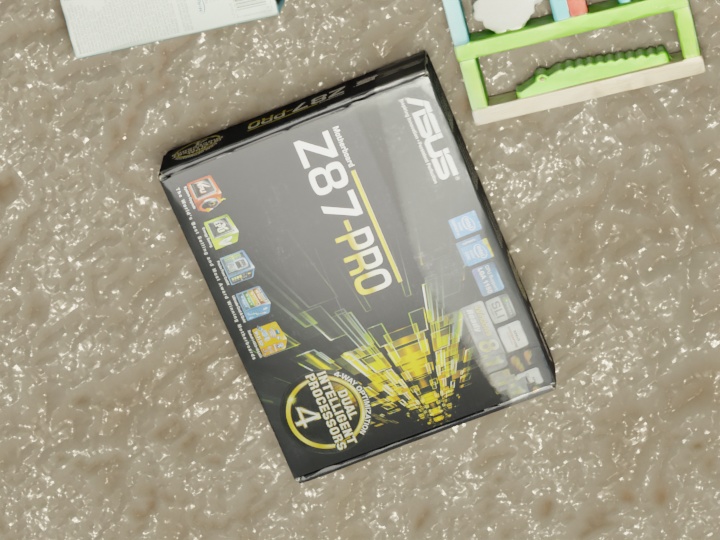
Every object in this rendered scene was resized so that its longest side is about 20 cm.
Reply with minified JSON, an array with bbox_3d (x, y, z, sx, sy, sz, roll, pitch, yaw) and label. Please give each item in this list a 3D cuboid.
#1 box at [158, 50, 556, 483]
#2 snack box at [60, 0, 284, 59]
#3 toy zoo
[{"bbox_3d":[0.000,0.000,1.594,0.161,0.049,0.200,-20,107,7],"label":"box"},{"bbox_3d":[-0.120,-0.222,1.528,0.116,0.037,0.200,-11,108,8],"label":"snack box"},{"bbox_3d":[0.099,-0.187,1.536,0.131,0.020,0.200,-12,109,8],"label":"toy zoo"}]
